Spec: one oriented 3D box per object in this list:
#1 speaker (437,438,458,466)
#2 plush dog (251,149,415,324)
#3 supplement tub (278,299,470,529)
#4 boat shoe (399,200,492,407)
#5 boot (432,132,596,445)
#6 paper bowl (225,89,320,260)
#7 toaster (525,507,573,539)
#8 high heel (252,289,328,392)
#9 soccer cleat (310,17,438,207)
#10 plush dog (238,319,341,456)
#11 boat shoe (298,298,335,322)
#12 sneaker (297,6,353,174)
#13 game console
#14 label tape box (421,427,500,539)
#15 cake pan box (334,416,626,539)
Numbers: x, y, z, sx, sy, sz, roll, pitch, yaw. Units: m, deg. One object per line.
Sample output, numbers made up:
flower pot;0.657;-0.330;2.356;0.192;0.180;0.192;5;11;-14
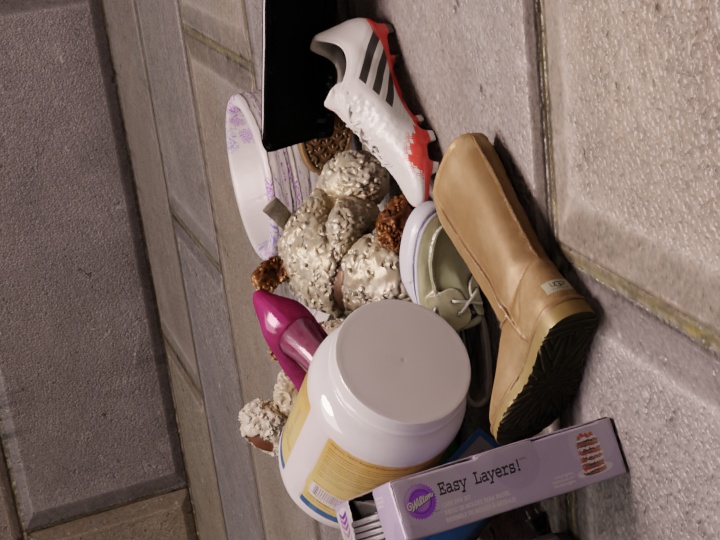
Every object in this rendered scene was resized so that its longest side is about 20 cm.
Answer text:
speaker;0.059;0.220;1.350;0.088;0.088;0.202;-133;33;-58
plush dog;0.000;0.000;1.297;0.171;0.160;0.202;21;126;42
supplement tub;0.012;0.132;1.166;0.201;0.143;0.146;114;140;-52
boat shoe;0.087;0.032;1.180;0.062;0.072;0.202;23;134;48
boot;0.115;0.016;1.068;0.201;0.065;0.176;62;146;38
paper bowl;-0.088;-0.120;1.544;0.200;0.103;0.203;166;90;-74
toaster;0.136;0.314;1.104;0.114;0.128;0.202;123;132;-66
high heel;-0.055;0.082;1.296;0.096;0.067;0.200;46;165;20
soccer cleat;0.012;-0.148;1.230;0.069;0.084;0.202;122;133;-67
plush dog;-0.023;0.124;1.465;0.172;0.198;0.162;112;173;-49
boat shoe;-0.045;0.022;1.539;0.069;0.072;0.201;46;152;20
sneaker;-0.052;-0.211;1.429;0.090;0.066;0.203;-153;58;-69
game console;-0.086;-0.234;1.291;0.175;0.115;0.202;25;117;55
label tape box;0.070;0.253;1.233;0.066;0.143;0.201;41;152;12
cake pan box;0.087;0.176;1.038;0.184;0.198;0.053;131;123;-67
